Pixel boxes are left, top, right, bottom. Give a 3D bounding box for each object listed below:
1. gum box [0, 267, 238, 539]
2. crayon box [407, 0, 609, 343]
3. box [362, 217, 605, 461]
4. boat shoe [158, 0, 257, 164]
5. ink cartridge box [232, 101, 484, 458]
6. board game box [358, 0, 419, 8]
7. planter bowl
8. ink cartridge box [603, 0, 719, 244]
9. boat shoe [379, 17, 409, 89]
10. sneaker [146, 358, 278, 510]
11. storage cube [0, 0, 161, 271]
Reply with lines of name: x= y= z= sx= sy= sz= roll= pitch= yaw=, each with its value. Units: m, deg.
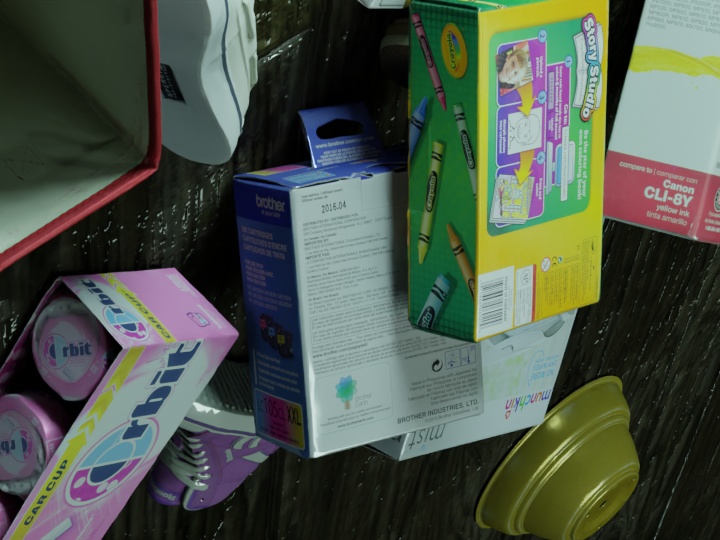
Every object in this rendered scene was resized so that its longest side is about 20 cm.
gum box: x=-0.175 y=0.096 z=1.314 sx=0.113 sy=0.066 sz=0.200 roll=-5 pitch=134 yaw=-58
crayon box: x=0.088 y=-0.068 z=1.297 sx=0.119 sy=0.058 sz=0.200 roll=-15 pitch=111 yaw=-44
box: x=0.065 y=0.024 z=1.517 sx=0.200 sy=0.097 sz=0.177 roll=-6 pitch=115 yaw=-57
boat shoe: x=-0.086 y=-0.134 z=1.111 sx=0.200 sy=0.071 sz=0.070 roll=75 pitch=34 yaw=-59
ink cartridge box: x=0.000 y=0.000 z=1.337 sx=0.136 sy=0.076 sz=0.200 roll=-12 pitch=106 yaw=-33
board game box: x=0.078 y=-0.238 z=1.241 sx=0.126 sy=0.035 sz=0.200 roll=-10 pitch=138 yaw=-53
planter bowl: x=0.212 y=0.204 z=2.126 sx=0.200 sy=0.083 sz=0.200 roll=-37 pitch=154 yaw=-21
ink cartridge box: x=0.248 y=-0.123 z=1.557 sx=0.145 sy=0.083 sz=0.200 roll=6 pitch=99 yaw=-63
boat shoe: x=0.076 y=-0.140 z=1.377 sx=0.200 sy=0.072 sz=0.076 roll=17 pitch=87 yaw=-61
sneaker: x=-0.110 y=0.116 z=1.455 sx=0.114 sy=0.073 sz=0.200 roll=-47 pitch=157 yaw=9
storage cube: x=-0.197 y=-0.101 z=0.816 sx=0.171 sy=0.180 sz=0.200 roll=-35 pitch=155 yaw=-24
